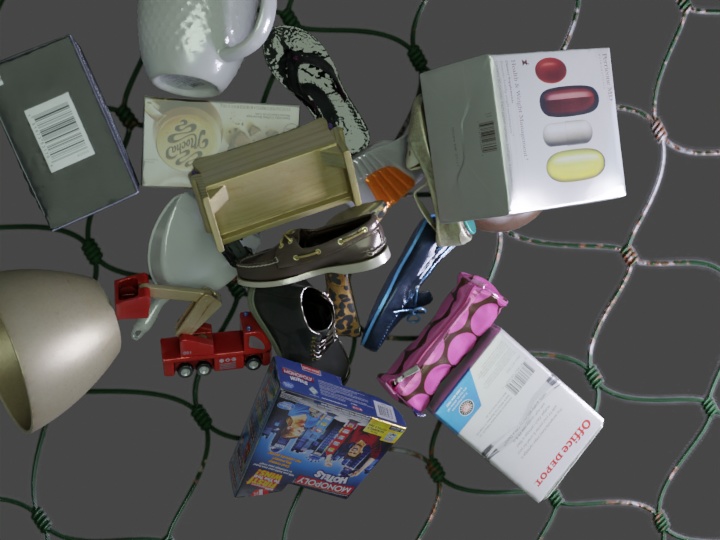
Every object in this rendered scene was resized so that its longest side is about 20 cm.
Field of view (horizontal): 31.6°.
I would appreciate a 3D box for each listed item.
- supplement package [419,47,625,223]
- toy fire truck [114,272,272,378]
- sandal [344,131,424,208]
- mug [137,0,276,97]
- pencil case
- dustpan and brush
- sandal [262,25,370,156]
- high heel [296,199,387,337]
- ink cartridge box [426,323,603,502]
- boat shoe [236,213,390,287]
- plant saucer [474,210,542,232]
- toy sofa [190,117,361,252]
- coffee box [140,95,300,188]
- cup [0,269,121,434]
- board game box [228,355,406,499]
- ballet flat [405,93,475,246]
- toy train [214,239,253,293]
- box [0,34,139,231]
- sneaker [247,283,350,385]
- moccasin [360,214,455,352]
[{"bbox_3d":[0.204,-0.170,1.590,0.198,0.146,0.194,-10,94,-33],"label":"supplement package"},{"bbox_3d":[-0.210,0.067,1.620,0.197,0.049,0.142,-6,128,-10],"label":"toy fire truck"},{"bbox_3d":[0.043,-0.138,1.683,0.205,0.059,0.080,-31,108,-29],"label":"sandal"},{"bbox_3d":[-0.181,-0.309,1.535,0.147,0.198,0.178,19,74,-52],"label":"mug"},{"bbox_3d":[0.109,0.093,1.688,0.090,0.094,0.201,37,89,31],"label":"pencil case"},{"bbox_3d":[-0.235,0.009,1.641,0.139,0.057,0.202,32,87,-32],"label":"dustpan and brush"},{"bbox_3d":[-0.052,-0.237,1.655,0.075,0.048,0.201,-38,102,-5],"label":"sandal"},{"bbox_3d":[0.000,0.000,1.644,0.142,0.072,0.199,40,122,-19],"label":"high heel"},{"bbox_3d":[0.207,0.192,1.728,0.200,0.086,0.147,40,87,-13],"label":"ink cartridge box"},{"bbox_3d":[-0.064,-0.025,1.556,0.197,0.072,0.060,-9,114,17],"label":"boat shoe"},{"bbox_3d":[0.190,-0.153,1.703,0.197,0.032,0.203,-1,92,-21],"label":"plant saucer"},{"bbox_3d":[-0.105,-0.107,1.568,0.198,0.098,0.084,-19,126,-7],"label":"toy sofa"},{"bbox_3d":[-0.179,-0.159,1.621,0.197,0.080,0.115,3,95,-11],"label":"coffee box"},{"bbox_3d":[-0.380,0.079,1.564,0.142,0.200,0.203,-22,100,-28],"label":"cup"},{"bbox_3d":[-0.077,0.225,1.662,0.198,0.062,0.200,21,122,-30],"label":"board game box"},{"bbox_3d":[0.090,-0.124,1.640,0.062,0.067,0.202,-17,96,21],"label":"ballet flat"},{"bbox_3d":[-0.131,0.025,1.645,0.034,0.046,0.201,-44,122,-21],"label":"toy train"},{"bbox_3d":[-0.354,-0.166,1.525,0.116,0.200,0.199,-23,100,-7],"label":"box"},{"bbox_3d":[-0.056,0.091,1.616,0.075,0.106,0.200,-55,126,-22],"label":"sneaker"},{"bbox_3d":[0.070,0.024,1.686,0.068,0.080,0.202,30,90,-6],"label":"moccasin"}]
